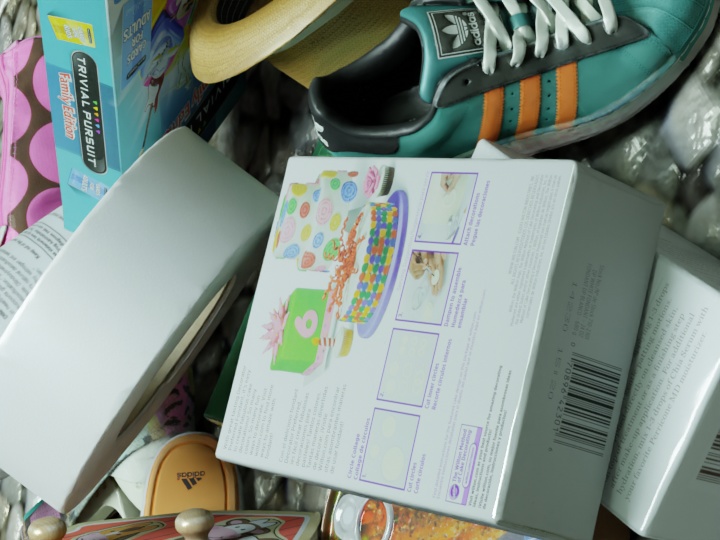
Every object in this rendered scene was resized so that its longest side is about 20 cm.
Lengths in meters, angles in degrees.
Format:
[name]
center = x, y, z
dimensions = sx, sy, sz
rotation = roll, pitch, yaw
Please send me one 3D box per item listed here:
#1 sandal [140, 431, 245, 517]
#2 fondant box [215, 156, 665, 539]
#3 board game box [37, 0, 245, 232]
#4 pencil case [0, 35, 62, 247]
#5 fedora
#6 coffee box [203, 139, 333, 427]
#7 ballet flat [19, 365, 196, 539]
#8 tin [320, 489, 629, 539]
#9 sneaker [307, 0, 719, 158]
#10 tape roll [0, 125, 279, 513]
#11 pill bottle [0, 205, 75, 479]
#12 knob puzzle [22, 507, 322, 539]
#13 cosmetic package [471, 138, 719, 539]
[sandal]
center = -0.099, 0.178, 1.077
dimensions = 0.059, 0.078, 0.208
rotation = 74, -171, -62
[fondant box]
center = 0.028, 0.029, 0.849
dimensions = 0.199, 0.058, 0.146
rotation = 5, 79, 52
[board game box]
center = -0.117, -0.133, 1.106
dimensions = 0.201, 0.047, 0.151
rotation = 92, -157, -49
[pencil case]
center = -0.211, -0.059, 1.318
dimensions = 0.091, 0.093, 0.202
rotation = -31, 54, 46
[fedora]
center = -0.002, -0.158, 1.044
dimensions = 0.200, 0.082, 0.201
rotation = -36, 27, 21
[coffee box]
center = 0.000, 0.000, 1.010
dimensions = 0.123, 0.044, 0.201
rotation = 6, 70, 56
[ballet flat]
center = -0.144, 0.130, 1.191
dimensions = 0.200, 0.069, 0.071
rotation = -51, 60, 37
[tin]
center = 0.050, 0.131, 0.932
dimensions = 0.199, 0.042, 0.113
rotation = 5, 79, 55
[sneaker]
center = 0.067, -0.097, 0.909
dimensions = 0.199, 0.080, 0.072
rotation = -27, 56, 20
[tape roll]
center = -0.123, 0.026, 1.031
dimensions = 0.203, 0.071, 0.202
rotation = -55, -1, -2
[pill bottle]
center = -0.208, 0.052, 1.170
dimensions = 0.199, 0.114, 0.113
rotation = -36, 30, -20
[knob puzzle]
center = -0.111, 0.138, 0.992
dimensions = 0.219, 0.218, 0.031
rotation = 1, 100, 54
[cosmetic package]
center = 0.108, 0.029, 0.856
dimensions = 0.200, 0.071, 0.102
rotation = 40, 110, 52
